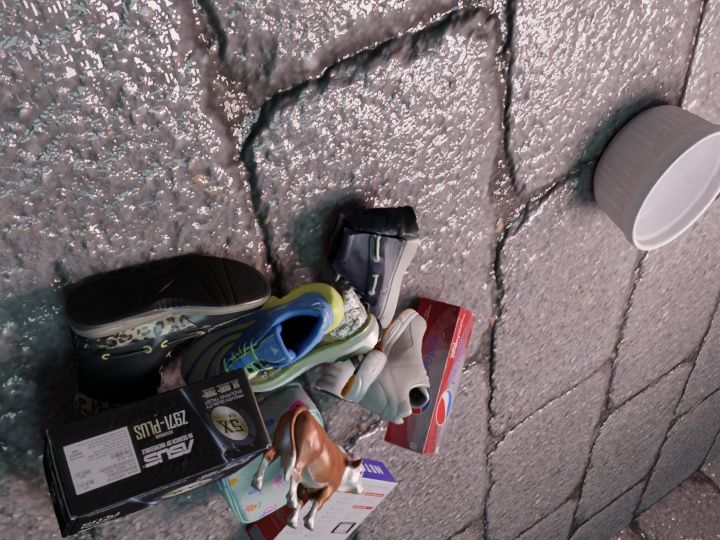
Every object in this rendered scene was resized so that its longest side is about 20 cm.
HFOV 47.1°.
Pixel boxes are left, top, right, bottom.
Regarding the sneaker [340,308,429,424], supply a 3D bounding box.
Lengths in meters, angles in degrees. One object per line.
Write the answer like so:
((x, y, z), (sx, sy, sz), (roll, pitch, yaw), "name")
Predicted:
((0.050, 0.122, 1.008), (0.076, 0.092, 0.200), (-57, 174, 33), "sneaker")

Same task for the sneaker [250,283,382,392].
((-0.078, 0.069, 0.953), (0.197, 0.077, 0.090), (-22, 116, 1), "sneaker")

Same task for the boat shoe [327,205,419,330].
((0.000, 0.000, 0.970), (0.091, 0.075, 0.201), (1, 137, -15), "boat shoe")

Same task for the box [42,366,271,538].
((-0.211, 0.186, 0.838), (0.198, 0.087, 0.164), (-15, 165, -28), "box")

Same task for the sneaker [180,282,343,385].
((-0.112, 0.074, 0.872), (0.198, 0.076, 0.105), (-30, -175, 6), "sneaker")

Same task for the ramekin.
((0.428, -0.139, 1.187), (0.198, 0.105, 0.202), (-25, 141, -22), "ramekin")

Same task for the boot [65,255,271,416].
((-0.197, 0.070, 0.841), (0.201, 0.074, 0.155), (-10, 138, -30), "boot")

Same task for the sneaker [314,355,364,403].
((0.013, 0.137, 1.114), (0.200, 0.073, 0.081), (25, 81, -64), "sneaker")

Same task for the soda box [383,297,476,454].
((0.096, 0.144, 1.128), (0.070, 0.063, 0.203), (22, 82, -61), "soda box")

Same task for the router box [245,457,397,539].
((-0.057, 0.377, 1.323), (0.180, 0.049, 0.199), (-48, 145, 9), "router box")

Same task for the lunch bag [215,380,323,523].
((-0.126, 0.240, 1.086), (0.159, 0.077, 0.201), (-27, 143, -18), "lunch bag")

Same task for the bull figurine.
((-0.059, 0.247, 1.017), (0.122, 0.064, 0.201), (-64, 143, -29), "bull figurine")
